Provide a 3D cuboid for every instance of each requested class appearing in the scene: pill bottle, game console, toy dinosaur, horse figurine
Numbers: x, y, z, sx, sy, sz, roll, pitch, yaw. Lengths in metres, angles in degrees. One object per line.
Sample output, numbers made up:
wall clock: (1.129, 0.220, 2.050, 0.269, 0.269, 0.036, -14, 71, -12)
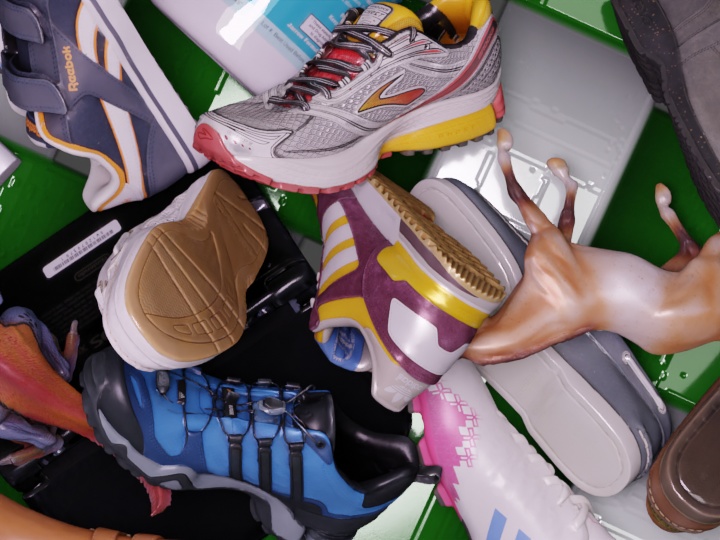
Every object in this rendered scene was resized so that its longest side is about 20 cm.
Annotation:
pill bottle: (-0.012, -0.187, 1.525, 0.111, 0.111, 0.200, 42, 90, 2)
game console: (-0.105, 0.058, 1.570, 0.200, 0.116, 0.176, -34, 58, 0)
toy dinosaur: (-0.193, 0.022, 1.445, 0.200, 0.182, 0.105, 17, 71, 25)
horse figurine: (0.140, -0.001, 1.510, 0.200, 0.050, 0.133, 10, 57, -15)

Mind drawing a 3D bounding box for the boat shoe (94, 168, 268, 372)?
boat shoe: (-0.100, 0.011, 1.441, 0.069, 0.200, 0.071, -30, 100, 18)

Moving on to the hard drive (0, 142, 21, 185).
hard drive: (-0.306, -0.080, 1.573, 0.200, 0.027, 0.132, 43, 90, 2)

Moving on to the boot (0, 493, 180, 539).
boot: (-0.157, 0.152, 1.481, 0.155, 0.077, 0.200, 0, 133, 22)

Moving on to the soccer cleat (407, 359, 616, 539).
soccer cleat: (0.089, 0.126, 1.536, 0.086, 0.070, 0.200, -16, 97, 17)

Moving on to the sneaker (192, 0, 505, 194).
sneaker: (-0.007, -0.098, 1.469, 0.078, 0.200, 0.082, 26, 126, 38)

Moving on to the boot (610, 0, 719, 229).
boot: (0.223, -0.103, 1.506, 0.131, 0.068, 0.200, -24, 58, 3)

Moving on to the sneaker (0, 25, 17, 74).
sneaker: (-0.144, -0.193, 1.544, 0.072, 0.072, 0.200, 24, 88, 29)

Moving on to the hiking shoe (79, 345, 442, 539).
hiking shoe: (-0.056, 0.078, 1.474, 0.087, 0.200, 0.074, -35, 45, 30)

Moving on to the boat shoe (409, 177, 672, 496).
boat shoe: (0.098, 0.029, 1.554, 0.062, 0.073, 0.200, -28, 79, -42)

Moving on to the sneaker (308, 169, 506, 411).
sneaker: (0.000, 0.000, 1.488, 0.075, 0.200, 0.090, 34, 97, -27)

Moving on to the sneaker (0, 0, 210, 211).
sneaker: (-0.157, -0.116, 1.496, 0.079, 0.078, 0.200, -34, 117, -5)

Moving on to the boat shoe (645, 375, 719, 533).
boat shoe: (0.225, 0.065, 1.537, 0.200, 0.068, 0.072, -37, 83, -20)
